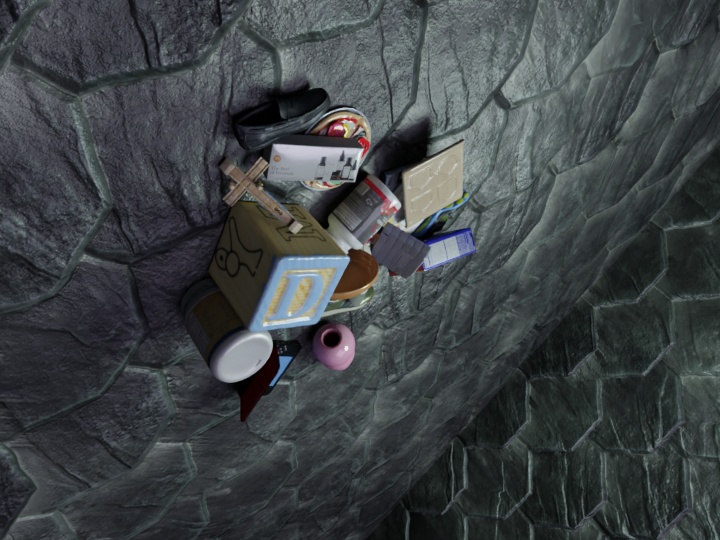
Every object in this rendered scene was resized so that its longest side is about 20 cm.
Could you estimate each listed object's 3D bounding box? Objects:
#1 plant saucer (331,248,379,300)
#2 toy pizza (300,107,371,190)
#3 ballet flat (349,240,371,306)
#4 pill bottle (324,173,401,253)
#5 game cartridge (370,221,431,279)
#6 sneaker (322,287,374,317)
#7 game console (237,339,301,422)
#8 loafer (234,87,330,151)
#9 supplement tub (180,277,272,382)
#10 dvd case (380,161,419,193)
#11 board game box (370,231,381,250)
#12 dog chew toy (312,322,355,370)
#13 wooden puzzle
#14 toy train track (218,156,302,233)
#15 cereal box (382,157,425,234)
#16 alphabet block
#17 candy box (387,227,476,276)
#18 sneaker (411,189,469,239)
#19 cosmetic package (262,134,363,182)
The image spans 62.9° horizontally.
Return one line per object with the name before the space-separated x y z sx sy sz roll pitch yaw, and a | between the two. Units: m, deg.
plant saucer | -0.054 0.009 1.410 0.199 0.200 0.038 -24 129 -28
toy pizza | -0.053 -0.255 1.276 0.199 0.032 0.201 -28 144 -23
ballet flat | 0.000 0.000 1.513 0.067 0.063 0.203 -15 109 -45
pill bottle | -0.007 -0.122 1.400 0.200 0.111 0.111 -45 147 3
game cartridge | 0.097 -0.047 1.484 0.039 0.129 0.200 -64 -178 -20
sneaker | -0.040 0.060 1.569 0.198 0.067 0.090 -17 144 -30
game console | -0.241 0.304 1.612 0.172 0.119 0.201 14 117 -52
loafer | -0.144 -0.293 1.103 0.199 0.068 0.071 -31 154 -13
supplement tub | -0.296 0.126 1.282 0.144 0.200 0.146 -27 143 -22
dvd case | 0.123 -0.213 1.524 0.198 0.018 0.144 -22 142 -31
board game box | -0.007 -0.022 1.594 0.102 0.019 0.201 13 117 -53
dog chew toy | -0.071 0.234 1.724 0.124 0.125 0.201 -35 154 -12
wooden puzzle | 0.174 -0.217 1.454 0.184 0.046 0.201 -30 144 -18
toy train track | -0.193 -0.141 1.152 0.115 0.033 0.200 -44 113 11
cereal box | 0.136 -0.177 1.522 0.200 0.040 0.144 -48 146 5
alphabet block | -0.178 -0.011 1.259 0.195 0.200 0.197 0 129 -46
candy box | 0.193 -0.051 1.644 0.198 0.168 0.078 -19 95 -31
sneaker | 0.218 -0.161 1.648 0.199 0.071 0.083 -41 159 -1
cosmetic package | -0.097 -0.228 1.200 0.198 0.051 0.083 -4 128 -26
